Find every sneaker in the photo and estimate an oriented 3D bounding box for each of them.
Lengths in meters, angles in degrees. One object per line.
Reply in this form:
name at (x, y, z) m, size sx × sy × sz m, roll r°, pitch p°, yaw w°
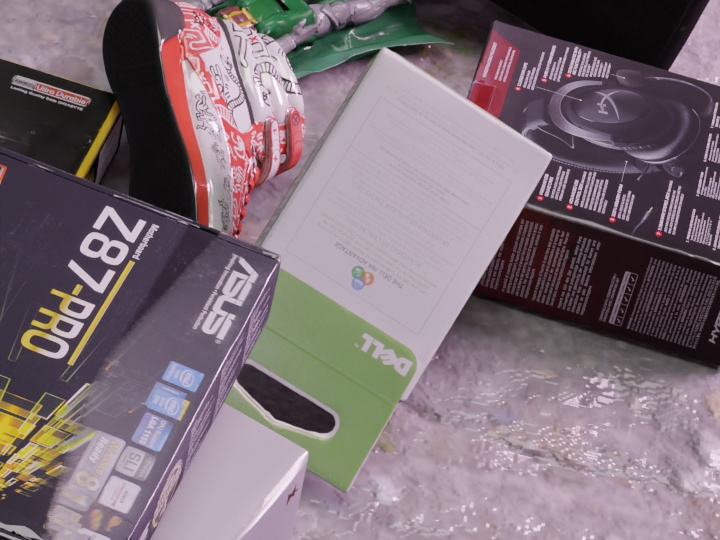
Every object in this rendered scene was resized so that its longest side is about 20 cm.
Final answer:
sneaker at (-0.072, -0.050, 1.287) m, size 0.107 × 0.067 × 0.203 m, roll 12°, pitch 58°, yaw -41°

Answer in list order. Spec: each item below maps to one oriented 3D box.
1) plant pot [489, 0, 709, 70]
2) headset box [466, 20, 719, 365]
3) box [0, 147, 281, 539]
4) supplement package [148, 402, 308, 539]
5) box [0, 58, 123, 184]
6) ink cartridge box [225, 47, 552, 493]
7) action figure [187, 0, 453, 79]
plant pot at (0.154, -0.265, 1.442) m, size 0.199 × 0.178 × 0.201 m, roll 30°, pitch 44°, yaw -10°
headset box at (0.127, -0.047, 1.327) m, size 0.198 × 0.078 × 0.149 m, roll 15°, pitch 44°, yaw 4°
box at (-0.143, 0.043, 1.023) m, size 0.160 × 0.049 × 0.201 m, roll 22°, pitch 46°, yaw 6°
supplement package at (-0.140, 0.106, 1.080) m, size 0.199 × 0.117 × 0.117 m, roll 28°, pitch 45°, yaw 16°
box at (-0.244, -0.058, 1.273) m, size 0.198 × 0.050 × 0.160 m, roll 18°, pitch 46°, yaw 5°
ink cartridge box at (0.000, 0.000, 1.213) m, size 0.103 × 0.059 × 0.201 m, roll 32°, pitch 85°, yaw -5°
action figure at (-0.054, -0.145, 1.404) m, size 0.199 × 0.055 × 0.118 m, roll -27°, pitch 59°, yaw -29°
